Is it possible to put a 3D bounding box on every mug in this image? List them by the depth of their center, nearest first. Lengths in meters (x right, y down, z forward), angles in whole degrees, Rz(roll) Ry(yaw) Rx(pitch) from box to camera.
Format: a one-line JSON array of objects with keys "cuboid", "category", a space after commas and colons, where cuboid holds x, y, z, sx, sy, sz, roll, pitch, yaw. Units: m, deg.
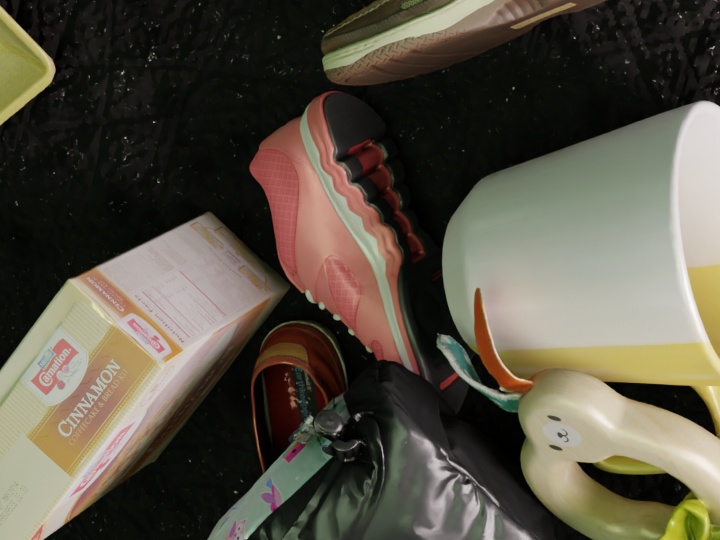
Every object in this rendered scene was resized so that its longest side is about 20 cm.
[{"cuboid": [0.130, 0.014, 1.211, 0.152, 0.149, 0.188, -9, 79, 28], "category": "mug"}]

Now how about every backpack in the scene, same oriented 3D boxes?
[{"cuboid": [-0.004, 0.163, 1.249, 0.167, 0.127, 0.200, 44, 108, -6], "category": "backpack"}]

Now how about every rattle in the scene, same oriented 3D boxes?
[{"cuboid": [0.105, 0.124, 1.166, 0.200, 0.130, 0.143, 39, 72, -26], "category": "rattle"}]

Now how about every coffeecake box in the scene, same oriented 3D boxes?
[{"cuboid": [-0.141, 0.062, 1.282, 0.073, 0.200, 0.154, 41, 111, 6], "category": "coffeecake box"}]

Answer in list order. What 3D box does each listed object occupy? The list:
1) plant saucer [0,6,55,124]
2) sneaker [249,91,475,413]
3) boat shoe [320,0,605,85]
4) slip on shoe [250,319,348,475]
[{"cuboid": [-0.316, -0.139, 1.348, 0.199, 0.049, 0.200, -36, 114, 17], "category": "plant saucer"}, {"cuboid": [0.000, 0.000, 1.302, 0.086, 0.074, 0.201, -23, 90, 35], "category": "sneaker"}, {"cuboid": [0.066, -0.166, 1.240, 0.201, 0.075, 0.075, -19, 81, 15], "category": "boat shoe"}, {"cuboid": [-0.029, 0.132, 1.335, 0.073, 0.061, 0.202, -6, 101, 18], "category": "slip on shoe"}]
